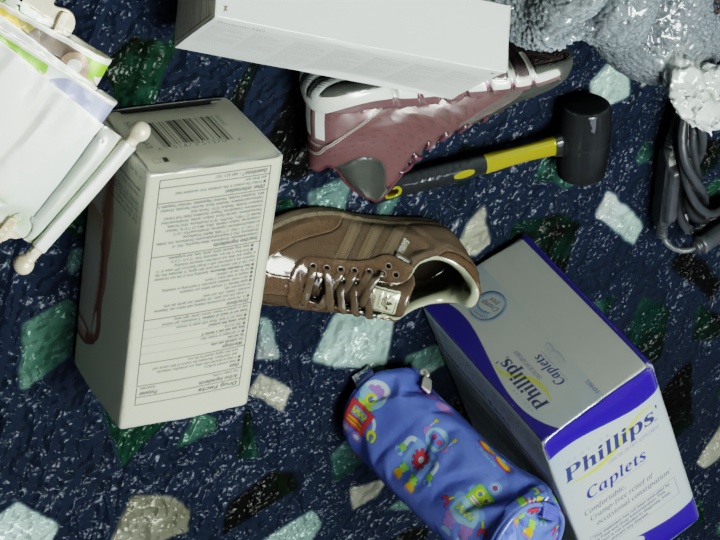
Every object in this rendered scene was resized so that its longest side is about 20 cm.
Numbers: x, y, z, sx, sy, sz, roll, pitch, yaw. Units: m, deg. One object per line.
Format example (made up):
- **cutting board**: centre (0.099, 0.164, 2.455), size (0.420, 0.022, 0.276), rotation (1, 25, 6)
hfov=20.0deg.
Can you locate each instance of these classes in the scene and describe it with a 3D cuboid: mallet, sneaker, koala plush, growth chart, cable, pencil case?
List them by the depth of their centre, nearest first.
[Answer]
- **growth chart**: centre (-0.222, -0.107, 1.236), size (0.145, 0.018, 0.200), rotation (-43, 118, 3)
- **koala plush**: centre (0.185, -0.194, 1.397), size (0.184, 0.178, 0.200), rotation (-38, 137, 12)
- **sneaker**: centre (0.048, -0.109, 1.431), size (0.199, 0.076, 0.116), rotation (-8, 132, -18)
- **sneaker**: centre (0.000, 0.000, 1.467), size (0.199, 0.076, 0.071), rotation (-7, 126, -32)
- **mallet**: centre (0.098, -0.072, 1.513), size (0.199, 0.041, 0.066), rotation (-21, 129, -16)
- **pencil case**: centre (0.069, 0.150, 1.548), size (0.078, 0.200, 0.087), rotation (20, 108, -52)
- **cable**: centre (0.308, -0.109, 1.618), size (0.162, 0.051, 0.201), rotation (-19, 130, -23)

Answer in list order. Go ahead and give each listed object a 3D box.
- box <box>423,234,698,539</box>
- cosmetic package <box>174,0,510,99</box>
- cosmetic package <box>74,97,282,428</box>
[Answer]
- **box**: centre (0.157, 0.109, 1.582), size (0.105, 0.184, 0.200), rotation (-33, 136, -8)
- **cosmetic package**: centre (-0.011, -0.157, 1.298), size (0.199, 0.082, 0.051), rotation (9, 81, -23)
- **cosmetic package**: centre (-0.125, -0.005, 1.367), size (0.103, 0.087, 0.201), rotation (-9, 126, -30)
